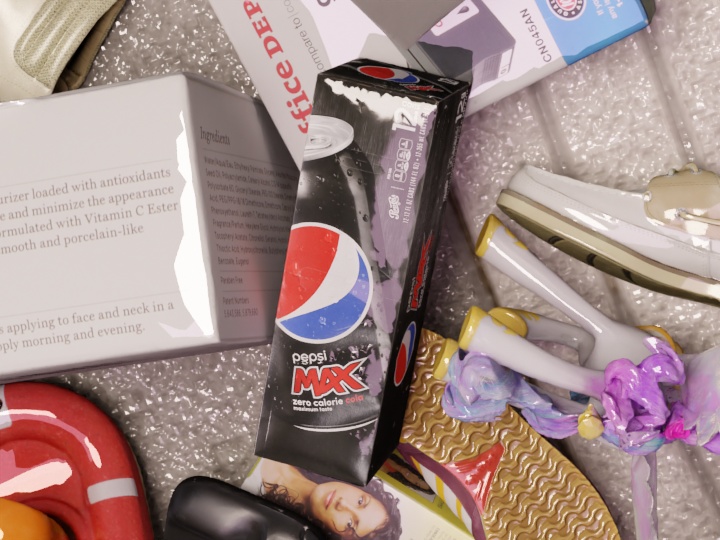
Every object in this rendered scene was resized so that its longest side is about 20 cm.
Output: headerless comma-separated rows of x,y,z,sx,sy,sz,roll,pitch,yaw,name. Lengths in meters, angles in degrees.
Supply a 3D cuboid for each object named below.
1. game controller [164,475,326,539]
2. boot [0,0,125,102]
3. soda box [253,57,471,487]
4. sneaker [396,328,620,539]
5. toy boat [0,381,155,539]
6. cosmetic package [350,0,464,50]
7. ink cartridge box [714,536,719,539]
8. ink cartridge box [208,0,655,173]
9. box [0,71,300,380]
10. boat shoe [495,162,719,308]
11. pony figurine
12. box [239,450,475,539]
-0.073,0.210,1.049,0.104,0.042,0.201,26,127,24,game controller
-0.238,-0.123,0.998,0.154,0.072,0.200,39,108,-4,boot
0.000,0.000,0.893,0.063,0.071,0.201,14,107,13,soda box
0.075,0.111,0.991,0.075,0.090,0.200,-37,90,-2,sneaker
-0.186,0.155,1.002,0.130,0.131,0.201,-16,66,1,toy boat
-0.009,-0.216,0.839,0.107,0.090,0.200,-39,63,11,cosmetic package
0.247,0.212,0.988,0.116,0.067,0.200,-39,100,18,ink cartridge box
0.032,-0.150,0.928,0.199,0.084,0.145,-26,98,17,ink cartridge box
-0.142,-0.014,0.927,0.198,0.200,0.132,-8,87,14,box
0.173,-0.020,0.950,0.199,0.075,0.069,22,88,6,boat shoe
0.139,0.067,0.903,0.199,0.193,0.167,23,119,-3,pony figurine
0.028,0.157,1.033,0.199,0.050,0.075,31,109,1,box
